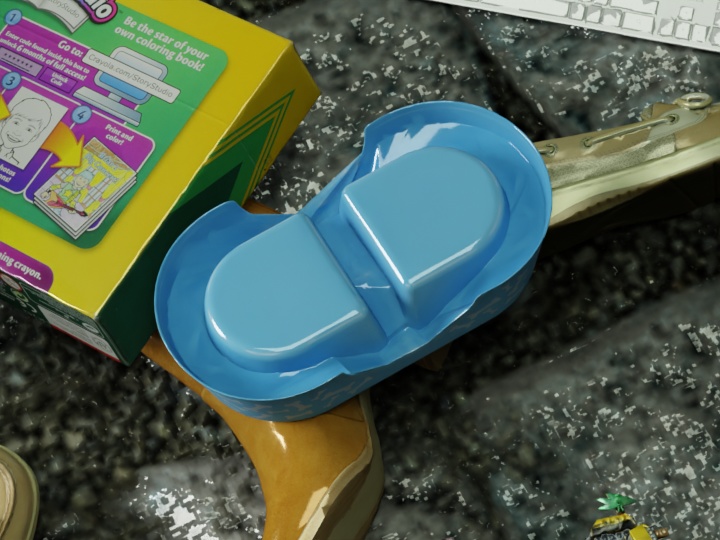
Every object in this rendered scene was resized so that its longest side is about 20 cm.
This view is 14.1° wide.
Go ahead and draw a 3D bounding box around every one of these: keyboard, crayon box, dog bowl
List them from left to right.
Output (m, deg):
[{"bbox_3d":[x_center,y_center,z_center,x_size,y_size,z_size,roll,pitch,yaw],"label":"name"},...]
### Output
[{"bbox_3d":[-0.150,-0.070,1.470,0.200,0.058,0.173,26,72,28],"label":"crayon box"},{"bbox_3d":[0.000,0.000,1.398,0.200,0.050,0.112,-30,61,-7],"label":"dog bowl"},{"bbox_3d":[0.125,-0.152,1.531,0.200,0.011,0.056,11,71,8],"label":"keyboard"}]

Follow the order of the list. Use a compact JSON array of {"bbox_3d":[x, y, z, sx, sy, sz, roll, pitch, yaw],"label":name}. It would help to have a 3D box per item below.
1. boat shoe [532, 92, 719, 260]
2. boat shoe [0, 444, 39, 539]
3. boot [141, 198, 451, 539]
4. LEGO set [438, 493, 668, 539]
[{"bbox_3d":[0.128,-0.057,1.464,0.201,0.073,0.063,-21,74,4],"label":"boat shoe"},{"bbox_3d":[-0.224,0.166,1.407,0.073,0.063,0.200,28,73,14],"label":"boat shoe"},{"bbox_3d":[-0.052,0.067,1.437,0.144,0.071,0.201,21,69,17],"label":"boot"},{"bbox_3d":[0.092,0.196,1.345,0.154,0.116,0.200,-4,70,2],"label":"LEGO set"}]
